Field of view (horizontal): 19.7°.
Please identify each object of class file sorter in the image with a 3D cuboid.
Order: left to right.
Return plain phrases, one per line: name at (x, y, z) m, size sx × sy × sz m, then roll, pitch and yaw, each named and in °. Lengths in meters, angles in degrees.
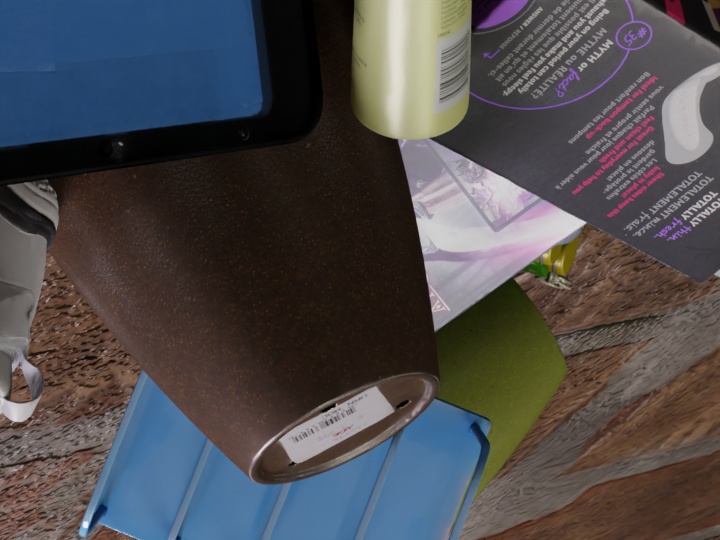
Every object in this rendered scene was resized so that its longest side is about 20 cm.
file sorter at (-0.041, 0.114, 1.143) m, size 0.123 × 0.199 × 0.140 m, roll -133°, pitch -115°, yaw -89°

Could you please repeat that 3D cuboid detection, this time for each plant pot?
plant pot at (-0.050, -0.014, 0.924) m, size 0.186 × 0.201 × 0.187 m, roll -23°, pitch 159°, yaw -10°
plant pot at (0.025, 0.086, 1.312) m, size 0.199 × 0.188 × 0.187 m, roll -34°, pitch 160°, yaw -9°

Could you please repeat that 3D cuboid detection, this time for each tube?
tube at (0.021, -0.145, 0.808) m, size 0.052 × 0.058 × 0.201 m, roll -21°, pitch 137°, yaw -23°

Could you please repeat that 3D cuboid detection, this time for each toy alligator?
toy alligator at (0.110, -0.029, 1.309) m, size 0.200 × 0.059 × 0.055 m, roll 27°, pitch 80°, yaw -71°

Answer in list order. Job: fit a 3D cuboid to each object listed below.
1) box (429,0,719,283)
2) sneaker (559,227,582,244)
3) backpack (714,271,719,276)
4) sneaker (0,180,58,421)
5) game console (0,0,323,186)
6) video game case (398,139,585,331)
box at (0.120, -0.100, 0.956) m, size 0.199 × 0.107 × 0.122 m, roll 26°, pitch 131°, yaw -29°
sneaker at (0.097, -0.051, 1.168) m, size 0.079 × 0.096 × 0.199 m, roll -39°, pitch 156°, yaw 30°
backpack at (0.256, -0.054, 1.195) m, size 0.198 × 0.128 × 0.167 m, roll 1°, pitch -175°, yaw 18°
sneaker at (-0.216, 0.005, 0.828) m, size 0.198 × 0.116 × 0.075 m, roll 6°, pitch 146°, yaw -21°
game console at (-0.077, -0.132, 0.735) m, size 0.199 × 0.117 × 0.176 m, roll -12°, pitch 154°, yaw -38°
video game case at (0.037, -0.048, 1.063) m, size 0.199 × 0.019 × 0.143 m, roll -36°, pitch 116°, yaw 8°
